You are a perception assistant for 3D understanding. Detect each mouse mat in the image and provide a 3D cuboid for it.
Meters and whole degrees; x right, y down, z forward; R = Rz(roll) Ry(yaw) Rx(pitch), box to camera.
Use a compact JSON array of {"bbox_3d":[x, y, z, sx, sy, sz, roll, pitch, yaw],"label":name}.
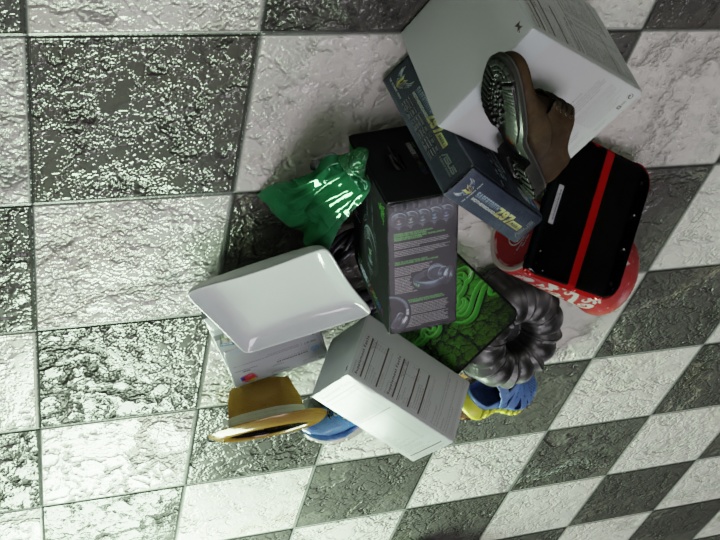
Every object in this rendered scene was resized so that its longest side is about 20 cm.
[{"bbox_3d":[0.123,0.068,1.615,0.200,0.161,0.008,-49,178,37],"label":"mouse mat"}]

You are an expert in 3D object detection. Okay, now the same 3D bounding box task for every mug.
[{"bbox_3d":[0.297,-0.045,1.581,0.198,0.181,0.132,18,167,-35],"label":"mug"}]

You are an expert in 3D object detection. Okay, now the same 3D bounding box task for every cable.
[{"bbox_3d":[0.000,0.000,1.529,0.163,0.051,0.198,-41,146,26],"label":"cable"}]

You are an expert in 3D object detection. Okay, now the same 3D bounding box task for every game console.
[{"bbox_3d":[0.314,-0.071,1.495,0.174,0.031,0.204,18,89,-29],"label":"game console"}]

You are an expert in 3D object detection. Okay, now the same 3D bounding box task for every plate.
[{"bbox_3d":[-0.105,0.034,1.451,0.196,0.033,0.200,-18,148,11],"label":"plate"}]

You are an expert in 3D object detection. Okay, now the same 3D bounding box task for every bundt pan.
[{"bbox_3d":[0.234,0.096,1.676,0.199,0.076,0.205,-14,120,-25],"label":"bundt pan"}]

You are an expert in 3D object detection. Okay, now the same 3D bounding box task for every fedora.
[{"bbox_3d":[-0.149,0.214,1.694,0.197,0.083,0.201,-11,167,-2],"label":"fedora"}]

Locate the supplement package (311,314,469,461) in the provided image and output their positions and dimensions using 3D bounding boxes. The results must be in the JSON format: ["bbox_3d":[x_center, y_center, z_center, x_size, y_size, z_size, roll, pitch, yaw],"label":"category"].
[{"bbox_3d":[0.046,0.177,1.620,0.199,0.111,0.113,35,142,-17],"label":"supplement package"}]

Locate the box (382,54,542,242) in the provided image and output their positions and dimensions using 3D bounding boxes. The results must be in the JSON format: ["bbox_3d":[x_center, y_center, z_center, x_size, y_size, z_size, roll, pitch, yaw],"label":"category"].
[{"bbox_3d":[0.119,-0.143,1.267,0.051,0.202,0.157,-41,140,20],"label":"box"}]

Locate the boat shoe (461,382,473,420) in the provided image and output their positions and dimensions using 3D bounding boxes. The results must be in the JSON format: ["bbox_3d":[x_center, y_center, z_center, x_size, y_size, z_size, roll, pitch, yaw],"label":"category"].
[{"bbox_3d":[0.148,0.226,1.879,0.198,0.073,0.067,19,132,-40],"label":"boat shoe"}]

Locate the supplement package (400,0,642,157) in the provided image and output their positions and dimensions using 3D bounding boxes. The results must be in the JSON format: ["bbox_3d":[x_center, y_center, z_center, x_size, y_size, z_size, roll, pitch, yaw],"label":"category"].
[{"bbox_3d":[0.179,-0.234,1.220,0.198,0.152,0.152,17,132,-40],"label":"supplement package"}]

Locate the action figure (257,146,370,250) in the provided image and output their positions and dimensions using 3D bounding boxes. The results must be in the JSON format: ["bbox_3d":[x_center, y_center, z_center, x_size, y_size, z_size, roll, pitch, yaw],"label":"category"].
[{"bbox_3d":[-0.040,-0.099,1.316,0.117,0.055,0.200,34,150,-13],"label":"action figure"}]

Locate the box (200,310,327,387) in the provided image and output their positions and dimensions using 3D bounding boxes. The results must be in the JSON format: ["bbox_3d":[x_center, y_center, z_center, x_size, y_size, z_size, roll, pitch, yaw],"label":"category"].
[{"bbox_3d":[-0.138,0.086,1.587,0.153,0.042,0.201,-18,144,-3],"label":"box"}]

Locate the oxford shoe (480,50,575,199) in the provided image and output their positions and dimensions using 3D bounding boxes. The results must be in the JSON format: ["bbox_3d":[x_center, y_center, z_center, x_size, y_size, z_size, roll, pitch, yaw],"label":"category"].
[{"bbox_3d":[0.179,-0.167,1.131,0.084,0.073,0.201,-36,146,-4],"label":"oxford shoe"}]

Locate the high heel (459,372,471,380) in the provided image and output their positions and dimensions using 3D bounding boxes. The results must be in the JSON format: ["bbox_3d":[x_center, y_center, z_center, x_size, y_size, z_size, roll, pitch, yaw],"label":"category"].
[{"bbox_3d":[0.136,0.142,1.762,0.198,0.072,0.143,6,134,-42],"label":"high heel"}]

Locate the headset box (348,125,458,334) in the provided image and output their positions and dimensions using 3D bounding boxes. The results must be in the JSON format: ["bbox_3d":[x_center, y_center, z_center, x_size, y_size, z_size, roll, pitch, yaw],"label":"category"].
[{"bbox_3d":[0.052,-0.059,1.336,0.091,0.175,0.203,-10,127,-11],"label":"headset box"}]

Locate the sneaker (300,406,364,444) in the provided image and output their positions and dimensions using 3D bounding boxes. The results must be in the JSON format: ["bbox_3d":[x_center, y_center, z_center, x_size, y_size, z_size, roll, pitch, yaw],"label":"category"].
[{"bbox_3d":[-0.013,0.226,1.817,0.196,0.079,0.090,-14,124,0],"label":"sneaker"}]

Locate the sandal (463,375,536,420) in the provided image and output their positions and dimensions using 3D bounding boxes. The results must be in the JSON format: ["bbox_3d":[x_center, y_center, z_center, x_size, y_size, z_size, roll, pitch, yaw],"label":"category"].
[{"bbox_3d":[0.252,0.202,1.864,0.198,0.080,0.087,-10,148,-52],"label":"sandal"}]
